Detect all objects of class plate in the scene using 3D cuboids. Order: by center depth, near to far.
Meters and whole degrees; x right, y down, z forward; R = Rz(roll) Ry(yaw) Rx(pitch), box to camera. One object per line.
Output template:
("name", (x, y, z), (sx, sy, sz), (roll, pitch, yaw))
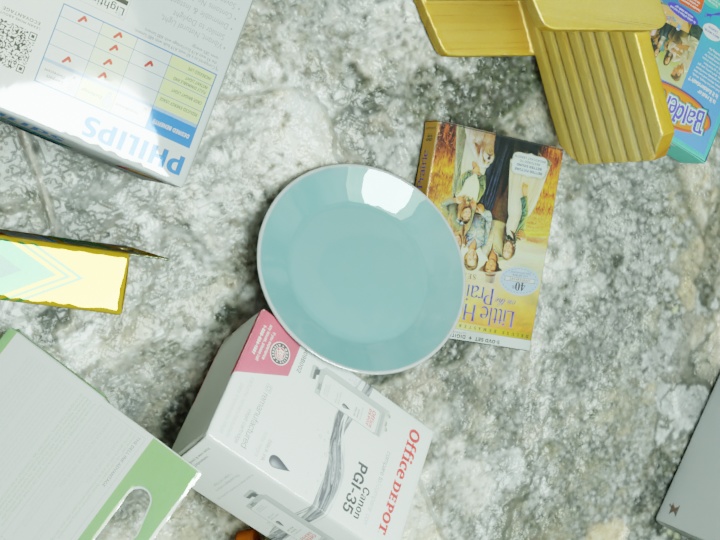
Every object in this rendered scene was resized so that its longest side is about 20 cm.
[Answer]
("plate", (0.000, 0.000, 1.227), (0.198, 0.026, 0.202), (8, 66, -18))

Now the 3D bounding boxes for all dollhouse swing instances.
("dollhouse swing", (0.159, -0.181, 1.222), (0.180, 0.200, 0.178), (-5, 95, -24))

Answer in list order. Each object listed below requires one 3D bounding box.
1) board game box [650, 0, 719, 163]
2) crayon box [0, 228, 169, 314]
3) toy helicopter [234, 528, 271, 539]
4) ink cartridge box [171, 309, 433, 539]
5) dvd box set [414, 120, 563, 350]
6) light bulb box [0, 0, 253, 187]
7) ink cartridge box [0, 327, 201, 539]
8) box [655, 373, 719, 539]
("board game box", (0.319, -0.231, 1.379), (0.151, 0.045, 0.201), (27, 83, -25))
("crayon box", (-0.266, -0.004, 1.087), (0.198, 0.126, 0.052), (8, 92, -25))
("toy helicopter", (-0.052, 0.327, 1.223), (0.078, 0.133, 0.201), (-13, 120, 6))
("ink cartridge box", (-0.048, 0.154, 1.181), (0.199, 0.083, 0.147), (36, 47, -15))
("dvd box set", (0.113, -0.032, 1.311), (0.145, 0.029, 0.202), (11, 90, -25))
("light bulb box", (-0.209, -0.196, 1.096), (0.197, 0.125, 0.201), (22, 86, -25))
("ink cartridge box", (-0.249, 0.163, 1.111), (0.199, 0.048, 0.146), (36, 78, 2))
("box", (0.452, 0.220, 1.395), (0.171, 0.200, 0.200), (28, 84, -22))
